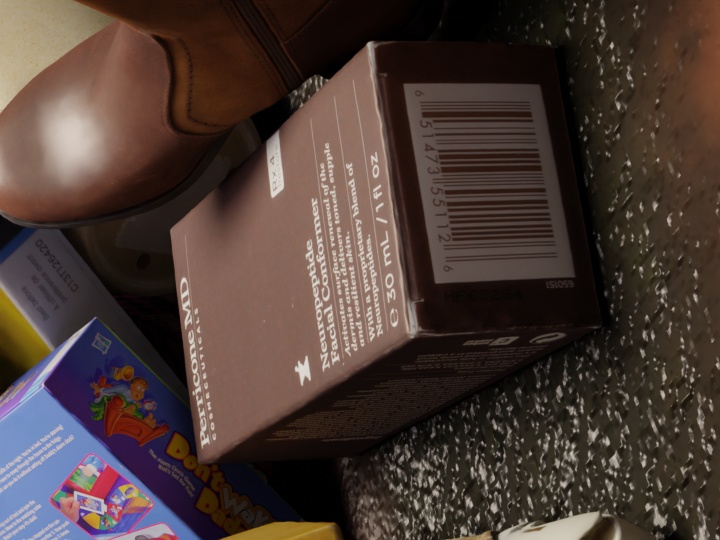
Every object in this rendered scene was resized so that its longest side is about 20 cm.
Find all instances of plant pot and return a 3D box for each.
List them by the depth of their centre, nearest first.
[{"bbox_3d":[-0.137,-0.071,0.908,0.200,0.187,0.188,34,122,41],"label":"plant pot"}]

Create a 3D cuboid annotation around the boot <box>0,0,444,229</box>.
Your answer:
[{"bbox_3d":[-0.075,-0.076,0.630,0.200,0.188,0.069,20,-127,-73],"label":"boot"}]

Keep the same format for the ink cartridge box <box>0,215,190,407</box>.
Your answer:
[{"bbox_3d":[-0.180,0.021,0.882,0.200,0.047,0.198,-14,119,51],"label":"ink cartridge box"}]

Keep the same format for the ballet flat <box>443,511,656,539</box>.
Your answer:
[{"bbox_3d":[0.077,0.110,0.579,0.065,0.070,0.200,-59,33,2],"label":"ballet flat"}]

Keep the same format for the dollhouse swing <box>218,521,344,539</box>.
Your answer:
[{"bbox_3d":[-0.051,0.205,0.764,0.176,0.181,0.201,11,-120,-89],"label":"dollhouse swing"}]

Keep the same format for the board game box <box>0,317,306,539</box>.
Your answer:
[{"bbox_3d":[-0.126,0.119,0.838,0.200,0.134,0.045,-35,14,41],"label":"board game box"}]

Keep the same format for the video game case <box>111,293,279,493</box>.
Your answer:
[{"bbox_3d":[-0.093,0.113,0.952,0.200,0.036,0.182,-159,71,-63],"label":"video game case"}]

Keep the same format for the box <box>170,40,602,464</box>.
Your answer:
[{"bbox_3d":[0.000,0.000,0.710,0.200,0.075,0.101,142,123,-61],"label":"box"}]
